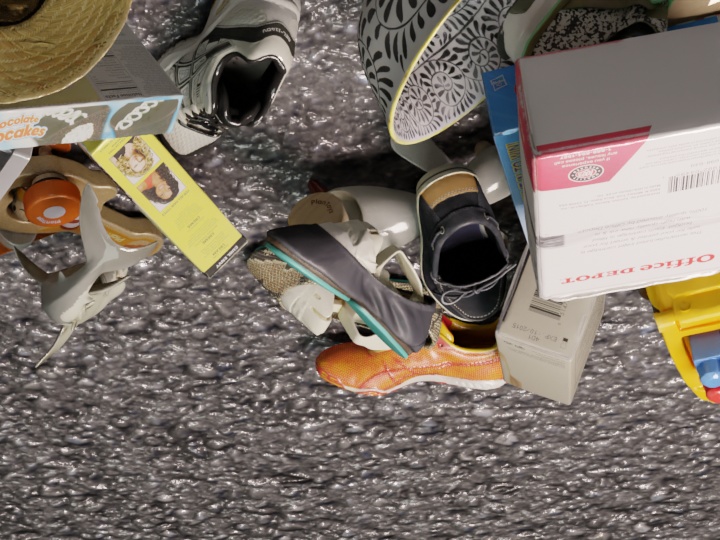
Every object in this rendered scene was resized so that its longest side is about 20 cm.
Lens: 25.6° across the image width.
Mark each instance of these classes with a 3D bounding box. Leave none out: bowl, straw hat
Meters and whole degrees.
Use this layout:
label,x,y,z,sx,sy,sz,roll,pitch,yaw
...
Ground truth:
label,x,y,z,sx,sy,sz,roll,pitch,yaw
bowl,0.061,-0.194,1.098,0.201,0.094,0.201,-42,165,-13
straw hat,-0.249,-0.211,1.069,0.199,0.203,0.085,9,179,-16

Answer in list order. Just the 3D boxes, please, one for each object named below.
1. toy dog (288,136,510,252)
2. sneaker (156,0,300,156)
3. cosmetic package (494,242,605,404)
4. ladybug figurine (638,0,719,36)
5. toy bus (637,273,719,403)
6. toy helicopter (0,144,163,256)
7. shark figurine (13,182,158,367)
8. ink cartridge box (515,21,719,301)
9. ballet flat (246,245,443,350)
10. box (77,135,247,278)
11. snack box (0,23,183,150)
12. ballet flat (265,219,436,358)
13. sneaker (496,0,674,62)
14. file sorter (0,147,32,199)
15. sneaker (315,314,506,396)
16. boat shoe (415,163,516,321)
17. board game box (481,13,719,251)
label,x,y,z,sx,sy,sz,roll,pitch,yaw
toy dog,0.029,-0.064,1.338,0.198,0.097,0.132,-12,144,-13
sneaker,-0.110,-0.136,1.206,0.075,0.088,0.200,13,144,-23
cosmetic package,0.170,0.044,1.401,0.070,0.106,0.200,19,167,12
ladybug figurine,0.237,-0.182,1.165,0.199,0.073,0.135,-25,148,28
toy bus,0.324,0.049,1.402,0.135,0.193,0.200,-15,145,16
toy helicopter,-0.249,-0.043,1.349,0.132,0.079,0.199,-30,149,24
shark figurine,-0.243,0.002,1.285,0.090,0.128,0.214,45,167,-1
ink cartridge box,0.183,-0.068,1.075,0.144,0.085,0.201,-9,150,3
ballet flat,-0.010,0.032,1.460,0.198,0.076,0.068,15,143,-23
box,-0.169,-0.075,1.286,0.050,0.075,0.200,-44,142,-3
snack box,-0.236,-0.136,1.106,0.199,0.116,0.037,-10,138,-38
ballet flat,0.000,0.000,1.275,0.073,0.074,0.200,-22,140,26
sneaker,0.190,-0.194,1.086,0.200,0.089,0.077,-44,164,1
file sorter,-0.333,-0.105,1.198,0.124,0.140,0.200,22,139,-25
sneaker,0.053,0.074,1.548,0.198,0.073,0.078,-6,123,-1
boat shoe,0.087,-0.007,1.304,0.074,0.063,0.201,-21,146,-2
board game box,0.204,-0.095,1.178,0.194,0.056,0.200,-12,151,9
